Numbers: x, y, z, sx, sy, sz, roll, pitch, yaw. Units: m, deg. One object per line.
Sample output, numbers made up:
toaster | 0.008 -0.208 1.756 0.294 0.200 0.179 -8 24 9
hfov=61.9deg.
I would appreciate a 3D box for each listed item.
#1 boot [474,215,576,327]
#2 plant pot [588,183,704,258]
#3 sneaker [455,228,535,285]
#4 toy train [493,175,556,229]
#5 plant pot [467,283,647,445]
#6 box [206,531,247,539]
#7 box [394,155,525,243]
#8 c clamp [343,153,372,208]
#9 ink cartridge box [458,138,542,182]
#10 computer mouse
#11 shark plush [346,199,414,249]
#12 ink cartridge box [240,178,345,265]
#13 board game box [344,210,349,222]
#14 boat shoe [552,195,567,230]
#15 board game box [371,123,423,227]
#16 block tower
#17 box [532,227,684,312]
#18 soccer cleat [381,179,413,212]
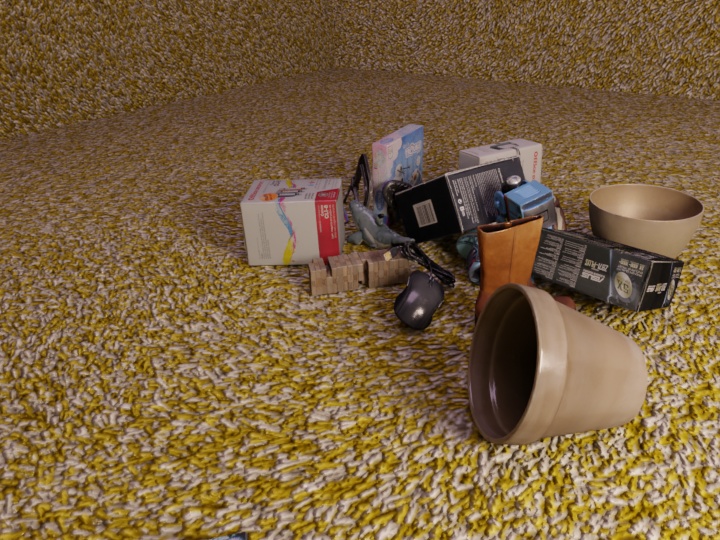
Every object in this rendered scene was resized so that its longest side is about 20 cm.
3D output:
boot | 0.269 0.003 0.963 0.187 0.201 0.069 -6 27 -7
plant pot | 0.539 -0.072 1.160 0.199 0.135 0.201 -2 26 1
sneaker | 0.235 -0.019 1.147 0.095 0.080 0.200 -18 30 -24
toy train | 0.313 -0.079 1.129 0.086 0.201 0.114 -23 34 -7
plant pot | 0.253 0.128 0.766 0.172 0.201 0.200 10 25 -12
box | -0.160 0.335 0.525 0.136 0.040 0.200 -9 28 -10
box | 0.214 -0.146 1.270 0.196 0.125 0.200 -20 4 -27
c clamp | 0.000 -0.185 1.443 0.027 0.172 0.201 7 36 -15
ink cartridge box | 0.345 -0.235 1.486 0.199 0.147 0.084 -15 28 -25
computer mouse | 0.095 0.012 1.061 0.140 0.046 0.200 38 38 5
shark plush | 0.034 -0.087 1.289 0.090 0.084 0.200 -14 29 -21
ink cartridge box | -0.138 -0.104 1.271 0.199 0.146 0.146 -2 27 4
board game box | -0.115 -0.154 1.480 0.157 0.039 0.200 -6 28 -8
boat shoe | 0.409 -0.104 1.321 0.074 0.075 0.202 -10 18 16
board game box | 0.091 -0.227 1.432 0.043 0.200 0.200 12 31 27
block tower | 0.000 0.000 1.153 0.199 0.058 0.054 -7 28 -10
box | 0.423 -0.004 1.039 0.199 0.087 0.163 24 16 40
soccer cleat | 0.109 -0.169 1.388 0.199 0.068 0.073 14 25 -44
